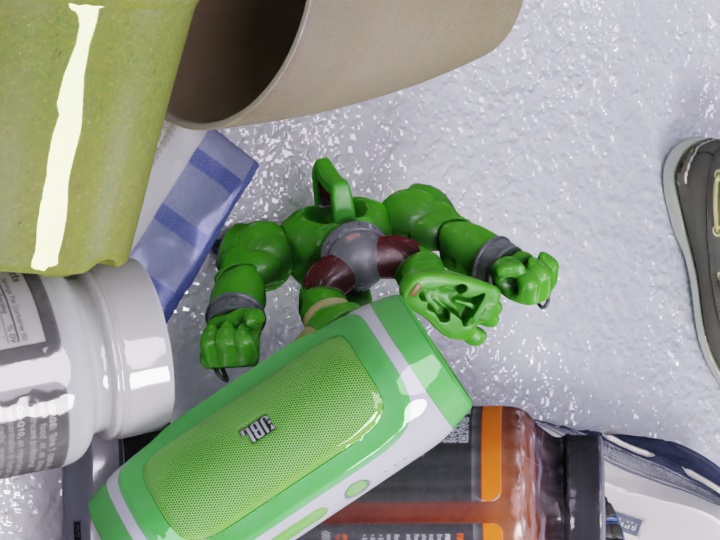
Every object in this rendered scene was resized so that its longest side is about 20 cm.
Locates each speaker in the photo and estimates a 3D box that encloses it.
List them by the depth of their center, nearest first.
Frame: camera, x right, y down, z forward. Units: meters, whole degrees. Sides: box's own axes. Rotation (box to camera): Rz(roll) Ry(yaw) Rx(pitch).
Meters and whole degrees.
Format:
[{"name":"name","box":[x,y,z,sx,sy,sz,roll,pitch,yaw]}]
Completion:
[{"name":"speaker","box":[-0.042,0.097,1.255,0.200,0.088,0.088,-34,108,1]}]

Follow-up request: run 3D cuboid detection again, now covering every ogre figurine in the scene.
[{"name":"ogre figurine","box":[0.000,0.000,1.340,0.200,0.120,0.098,-28,127,0]}]

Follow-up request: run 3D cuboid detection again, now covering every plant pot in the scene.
[{"name":"plant pot","box":[-0.172,-0.099,1.207,0.200,0.200,0.184,2,101,-27]},{"name":"plant pot","box":[-0.009,-0.168,1.321,0.200,0.187,0.188,0,92,-41]}]

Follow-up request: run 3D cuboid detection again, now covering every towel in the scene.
[{"name":"towel","box":[-0.167,-0.055,1.317,0.200,0.024,0.147,35,77,-24]}]

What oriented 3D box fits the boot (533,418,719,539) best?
[{"name":"boot","box":[0.138,0.128,1.462,0.200,0.090,0.073,24,112,-2]}]

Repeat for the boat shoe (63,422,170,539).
[{"name":"boat shoe","box":[-0.129,0.177,1.326,0.066,0.070,0.200,1,84,-26]}]

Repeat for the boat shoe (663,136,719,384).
[{"name":"boat shoe","box":[0.253,0.011,1.513,0.072,0.060,0.202,-26,103,-24]}]

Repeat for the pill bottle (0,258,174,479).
[{"name":"pill bottle","box":[-0.206,0.056,1.242,0.200,0.114,0.114,-10,97,-21]}]

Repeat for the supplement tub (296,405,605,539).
[{"name":"supplement tub","box":[0.038,0.129,1.338,0.200,0.107,0.107,0,93,5]}]

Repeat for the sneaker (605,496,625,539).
[{"name":"sneaker","box":[0.109,0.220,1.424,0.075,0.078,0.200,14,106,-3]}]
